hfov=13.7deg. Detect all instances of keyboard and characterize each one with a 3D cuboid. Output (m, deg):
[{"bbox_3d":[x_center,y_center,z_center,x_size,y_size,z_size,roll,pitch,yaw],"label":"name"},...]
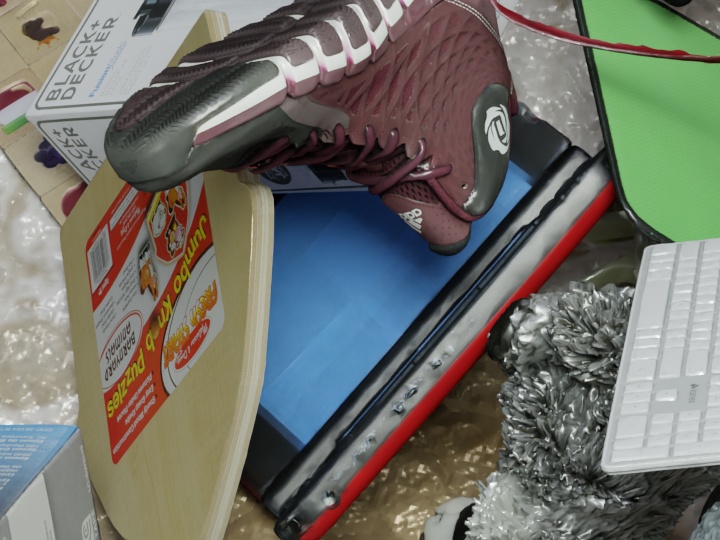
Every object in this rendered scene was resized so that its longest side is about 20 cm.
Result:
[{"bbox_3d":[0.116,0.024,1.008,0.056,0.011,0.200,-1,20,10],"label":"keyboard"}]

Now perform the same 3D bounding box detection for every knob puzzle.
[{"bbox_3d":[-0.068,0.026,1.210,0.030,0.220,0.220,5,53,-26],"label":"knob puzzle"}]

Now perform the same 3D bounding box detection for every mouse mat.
[{"bbox_3d":[0.167,-0.037,1.209,0.008,0.200,0.161,-45,34,32],"label":"mouse mat"}]

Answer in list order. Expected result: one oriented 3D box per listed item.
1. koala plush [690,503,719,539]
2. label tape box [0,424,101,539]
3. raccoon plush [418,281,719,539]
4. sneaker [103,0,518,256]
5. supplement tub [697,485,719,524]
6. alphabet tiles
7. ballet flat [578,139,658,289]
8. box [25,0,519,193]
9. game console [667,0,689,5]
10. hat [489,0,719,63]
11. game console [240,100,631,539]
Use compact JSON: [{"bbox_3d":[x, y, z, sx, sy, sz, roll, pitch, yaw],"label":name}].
[{"bbox_3d":[0.193,0.118,0.968,0.200,0.177,0.184,12,80,-14],"label":"koala plush"},{"bbox_3d":[-0.201,0.123,1.157,0.144,0.063,0.200,-3,17,15],"label":"label tape box"},{"bbox_3d":[0.109,0.077,1.083,0.200,0.097,0.134,-15,59,42],"label":"raccoon plush"},{"bbox_3d":[-0.001,-0.046,1.127,0.076,0.116,0.200,-4,23,48],"label":"sneaker"},{"bbox_3d":[0.176,0.152,1.118,0.122,0.123,0.200,9,59,14],"label":"supplement tub"},{"bbox_3d":[-0.090,-0.118,1.397,0.200,0.008,0.167,-32,59,-12],"label":"alphabet tiles"},{"bbox_3d":[0.120,-0.010,1.259,0.072,0.072,0.200,-7,56,4],"label":"ballet flat"},{"bbox_3d":[-0.039,-0.094,1.281,0.200,0.060,0.117,0,53,45],"label":"box"},{"bbox_3d":[0.152,-0.197,1.273,0.172,0.200,0.119,37,111,-3],"label":"game console"},{"bbox_3d":[0.180,-0.052,1.086,0.200,0.176,0.166,-32,49,40],"label":"hat"},{"bbox_3d":[0.000,0.000,1.219,0.119,0.172,0.200,41,89,1],"label":"game console"}]
